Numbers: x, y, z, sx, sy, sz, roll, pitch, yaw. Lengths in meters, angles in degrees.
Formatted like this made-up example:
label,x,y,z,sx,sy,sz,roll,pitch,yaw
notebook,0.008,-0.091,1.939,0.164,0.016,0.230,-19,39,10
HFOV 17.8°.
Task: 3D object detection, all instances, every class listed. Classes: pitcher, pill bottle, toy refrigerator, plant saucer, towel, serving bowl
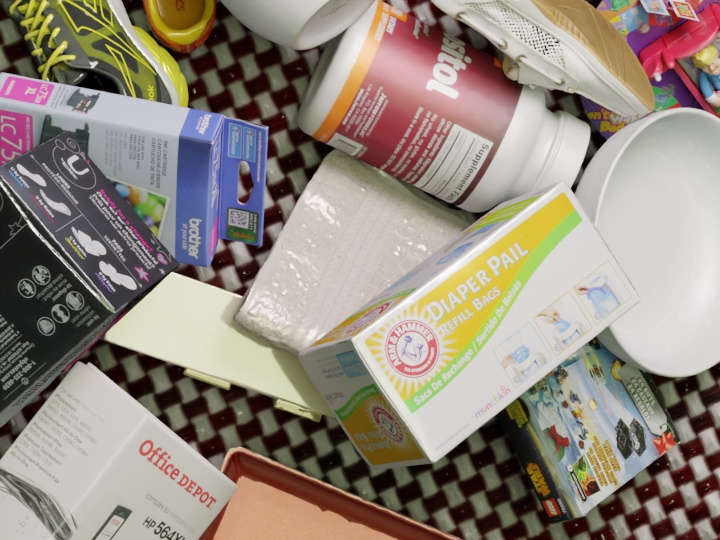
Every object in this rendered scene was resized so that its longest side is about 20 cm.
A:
label,x,y,z,sx,sy,sz,roll,pitch,yaw
pitcher,-0.093,-0.245,1.621,0.171,0.121,0.200,-32,77,-25
pill bottle,0.063,-0.114,1.709,0.199,0.113,0.113,25,85,-9
toy refrigerator,-0.089,0.056,1.698,0.199,0.076,0.070,19,86,-10
plant saucer,-0.046,0.258,1.722,0.199,0.037,0.200,23,85,-10
towel,0.000,0.000,1.685,0.132,0.034,0.200,32,49,-6
serving bowl,0.221,-0.021,1.734,0.200,0.066,0.201,-2,93,-41

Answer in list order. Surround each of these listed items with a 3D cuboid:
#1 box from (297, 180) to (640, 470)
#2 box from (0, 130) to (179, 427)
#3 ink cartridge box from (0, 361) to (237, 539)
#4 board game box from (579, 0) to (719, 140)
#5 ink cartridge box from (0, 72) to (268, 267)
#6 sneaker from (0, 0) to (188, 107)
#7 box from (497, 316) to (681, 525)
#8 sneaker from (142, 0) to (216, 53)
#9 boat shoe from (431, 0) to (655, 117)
label,x,y,z,sx,sy,sz,roll,pitch,yaw
box,0.074,0.040,1.592,0.200,0.112,0.102,-36,96,-21
box,-0.248,0.021,1.604,0.200,0.115,0.132,-40,92,28
ink cartridge box,-0.201,0.186,1.635,0.084,0.146,0.200,34,82,36
board game box,0.264,-0.148,1.737,0.199,0.039,0.158,5,126,-10
ink cartridge box,-0.167,-0.068,1.647,0.199,0.042,0.120,10,131,4
sneaker,-0.208,-0.171,1.664,0.200,0.085,0.074,44,127,-7
box,0.150,0.070,1.724,0.137,0.040,0.201,-28,94,-43
sneaker,-0.142,-0.262,1.694,0.073,0.077,0.201,-17,90,-8
boat shoe,0.131,-0.166,1.666,0.200,0.071,0.069,35,120,-28
